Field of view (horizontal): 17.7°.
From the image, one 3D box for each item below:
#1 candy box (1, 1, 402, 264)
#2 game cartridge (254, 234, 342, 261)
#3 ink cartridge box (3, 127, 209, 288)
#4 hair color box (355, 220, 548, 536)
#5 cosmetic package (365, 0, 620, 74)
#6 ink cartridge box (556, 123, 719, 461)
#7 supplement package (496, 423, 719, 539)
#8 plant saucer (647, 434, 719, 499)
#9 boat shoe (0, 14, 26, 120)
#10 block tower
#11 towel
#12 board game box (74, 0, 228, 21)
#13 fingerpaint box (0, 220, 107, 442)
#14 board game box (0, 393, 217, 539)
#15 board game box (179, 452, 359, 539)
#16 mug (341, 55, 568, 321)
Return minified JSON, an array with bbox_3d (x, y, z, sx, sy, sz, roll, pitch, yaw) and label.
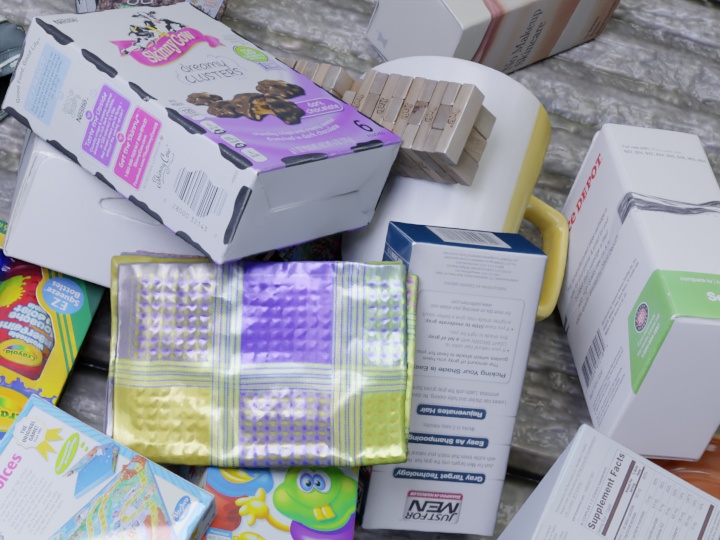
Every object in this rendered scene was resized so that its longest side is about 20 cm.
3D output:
[{"bbox_3d":[-0.103,-0.095,1.504,0.200,0.072,0.167,34,26,24],"label":"candy box"},{"bbox_3d":[0.000,0.000,1.690,0.129,0.038,0.200,38,51,2],"label":"game cartridge"},{"bbox_3d":[-0.161,-0.065,1.585,0.145,0.085,0.200,18,24,-11],"label":"ink cartridge box"},{"bbox_3d":[0.054,0.073,1.558,0.099,0.201,0.061,6,13,-18],"label":"hair color box"},{"bbox_3d":[0.115,-0.219,1.850,0.199,0.104,0.087,-24,66,-32],"label":"cosmetic package"},{"bbox_3d":[0.210,0.014,1.668,0.084,0.146,0.201,5,44,-18],"label":"ink cartridge box"},{"bbox_3d":[0.125,0.227,1.466,0.111,0.200,0.156,29,50,1],"label":"supplement package"},{"bbox_3d":[0.255,0.209,1.641,0.199,0.032,0.201,10,53,-14],"label":"plant saucer"},{"bbox_3d":[-0.287,-0.111,1.630,0.062,0.073,0.200,31,45,7],"label":"boat shoe"},{"bbox_3d":[-0.001,-0.104,1.585,0.199,0.058,0.054,12,73,37],"label":"block tower"},{"bbox_3d":[-0.065,0.056,1.467,0.199,0.023,0.144,3,66,2],"label":"towel"},{"bbox_3d":[-0.150,-0.278,1.722,0.096,0.200,0.160,0,56,-21],"label":"board game box"},{"bbox_3d":[-0.285,0.037,1.521,0.199,0.073,0.167,23,50,-4],"label":"fingerpaint box"},{"bbox_3d":[-0.194,0.191,1.386,0.134,0.034,0.200,28,69,11],"label":"board game box"},{"bbox_3d":[-0.061,0.137,1.518,0.102,0.105,0.201,14,53,-12],"label":"board game box"},{"bbox_3d":[0.069,-0.043,1.643,0.186,0.150,0.154,14,59,-4],"label":"mug"}]
